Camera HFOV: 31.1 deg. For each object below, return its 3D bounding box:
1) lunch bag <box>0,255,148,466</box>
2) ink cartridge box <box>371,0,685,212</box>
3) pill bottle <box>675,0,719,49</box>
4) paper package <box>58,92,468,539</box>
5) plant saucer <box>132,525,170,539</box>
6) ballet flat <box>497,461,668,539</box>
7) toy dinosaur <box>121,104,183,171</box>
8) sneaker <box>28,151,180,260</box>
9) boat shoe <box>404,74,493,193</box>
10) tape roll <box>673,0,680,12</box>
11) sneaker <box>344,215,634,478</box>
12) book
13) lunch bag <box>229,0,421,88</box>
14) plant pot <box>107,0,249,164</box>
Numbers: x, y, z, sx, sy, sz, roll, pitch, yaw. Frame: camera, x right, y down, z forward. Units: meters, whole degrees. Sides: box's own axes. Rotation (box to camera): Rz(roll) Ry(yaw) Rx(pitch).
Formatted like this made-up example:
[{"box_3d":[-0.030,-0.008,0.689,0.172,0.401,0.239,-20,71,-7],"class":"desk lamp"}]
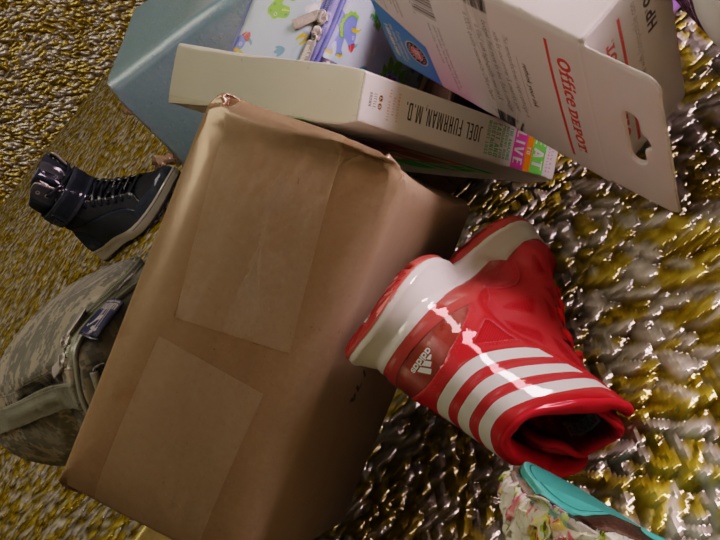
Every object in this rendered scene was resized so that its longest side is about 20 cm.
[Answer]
[{"box_3d":[-0.155,0.065,0.888,0.167,0.140,0.199,-24,2,-36],"class":"lunch bag"},{"box_3d":[0.094,-0.124,0.654,0.199,0.116,0.068,35,77,32],"class":"ink cartridge box"},{"box_3d":[0.196,-0.156,0.599,0.112,0.112,0.200,-46,22,20],"class":"pill bottle"},{"box_3d":[-0.037,0.032,0.655,0.202,0.103,0.190,-68,-15,4],"class":"paper package"},{"box_3d":[-0.111,0.219,0.764,0.201,0.048,0.200,-55,21,-4],"class":"plant saucer"},{"box_3d":[0.092,0.119,0.450,0.064,0.075,0.200,-63,19,-4],"class":"ballet flat"},{"box_3d":[-0.179,-0.167,1.492,0.199,0.087,0.135,-1,11,43],"class":"toy dinosaur"},{"box_3d":[-0.325,-0.101,1.601,0.202,0.146,0.077,-33,27,41],"class":"sneaker"},{"box_3d":[0.080,-0.133,0.885,0.067,0.072,0.201,-3,57,51],"class":"boat shoe"},{"box_3d":[0.123,-0.213,0.817,0.199,0.066,0.201,-21,43,21],"class":"tape roll"},{"box_3d":[0.077,0.043,0.616,0.079,0.115,0.200,-55,-14,26],"class":"sneaker"},{"box_3d":[0.009,-0.088,0.732,0.133,0.199,0.049,13,93,37],"class":"book"},{"box_3d":[-0.012,-0.136,0.895,0.082,0.200,0.162,16,78,24],"class":"lunch bag"},{"box_3d":[-0.077,-0.194,1.158,0.199,0.196,0.196,-37,25,19],"class":"plant pot"}]
